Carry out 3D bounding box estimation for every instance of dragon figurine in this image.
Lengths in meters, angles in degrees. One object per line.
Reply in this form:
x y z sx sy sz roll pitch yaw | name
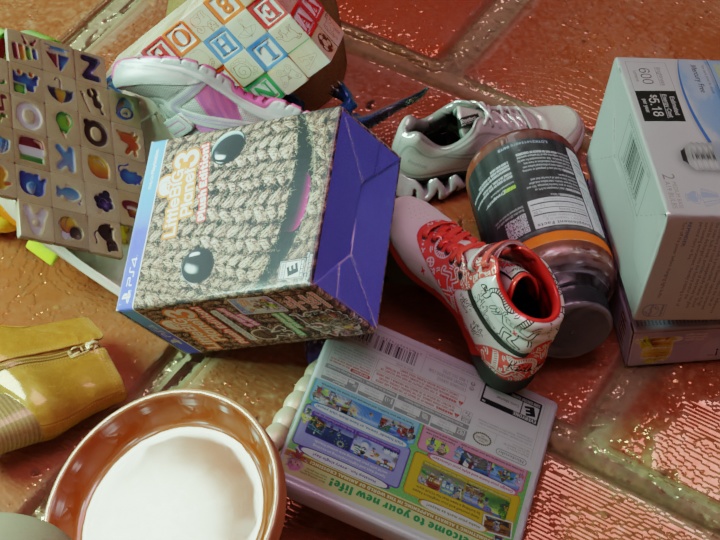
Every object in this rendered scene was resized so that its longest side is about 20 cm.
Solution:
-0.033 -0.121 1.648 0.199 0.059 0.100 -3 49 2 | dragon figurine

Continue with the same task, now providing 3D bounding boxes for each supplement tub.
0.159 -0.021 1.531 0.106 0.107 0.201 -6 48 -7 | supplement tub

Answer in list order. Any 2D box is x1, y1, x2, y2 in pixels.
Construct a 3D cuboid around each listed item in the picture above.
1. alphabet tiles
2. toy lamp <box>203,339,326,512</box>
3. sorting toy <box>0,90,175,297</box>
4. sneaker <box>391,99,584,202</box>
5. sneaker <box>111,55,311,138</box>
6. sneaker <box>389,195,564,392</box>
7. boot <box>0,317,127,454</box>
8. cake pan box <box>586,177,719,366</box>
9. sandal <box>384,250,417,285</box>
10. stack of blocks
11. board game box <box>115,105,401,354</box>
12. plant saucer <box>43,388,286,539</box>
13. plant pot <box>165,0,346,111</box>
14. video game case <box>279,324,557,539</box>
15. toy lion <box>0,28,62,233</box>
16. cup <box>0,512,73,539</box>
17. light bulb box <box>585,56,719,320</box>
-0.252 -0.108 1.499 0.166 0.006 0.201 13 57 -39 | alphabet tiles
-0.067 0.130 1.419 0.058 0.058 0.200 20 47 17 | toy lamp
-0.213 -0.044 1.554 0.180 0.107 0.200 39 45 14 | sorting toy
0.120 -0.123 1.642 0.199 0.081 0.075 -15 47 -17 | sneaker
-0.130 -0.127 1.558 0.199 0.081 0.089 23 88 -7 | sneaker
0.094 -0.008 1.445 0.067 0.108 0.202 -20 64 -28 | sneaker
-0.294 0.066 1.472 0.144 0.071 0.201 -24 55 -30 | boot
0.302 -0.010 1.562 0.183 0.052 0.201 -4 47 -8 | cake pan box
0.001 0.000 1.531 0.200 0.080 0.058 3 61 1 | sandal
-0.128 -0.195 1.627 0.115 0.200 0.059 47 32 -18 | stack of blocks
-0.082 -0.030 1.451 0.199 0.097 0.160 -8 61 33 | board game box
-0.147 0.186 1.337 0.199 0.032 0.201 -12 56 18 | plant saucer
-0.102 -0.276 1.697 0.185 0.201 0.187 1 46 -2 | plant pot
0.046 0.138 1.402 0.199 0.022 0.183 24 48 -2 | video game case
-0.324 -0.144 1.572 0.068 0.192 0.200 22 50 18 | toy lion
-0.257 0.248 1.233 0.199 0.201 0.143 8 21 6 | cup
0.314 -0.069 1.488 0.199 0.125 0.199 0 47 -10 | light bulb box
